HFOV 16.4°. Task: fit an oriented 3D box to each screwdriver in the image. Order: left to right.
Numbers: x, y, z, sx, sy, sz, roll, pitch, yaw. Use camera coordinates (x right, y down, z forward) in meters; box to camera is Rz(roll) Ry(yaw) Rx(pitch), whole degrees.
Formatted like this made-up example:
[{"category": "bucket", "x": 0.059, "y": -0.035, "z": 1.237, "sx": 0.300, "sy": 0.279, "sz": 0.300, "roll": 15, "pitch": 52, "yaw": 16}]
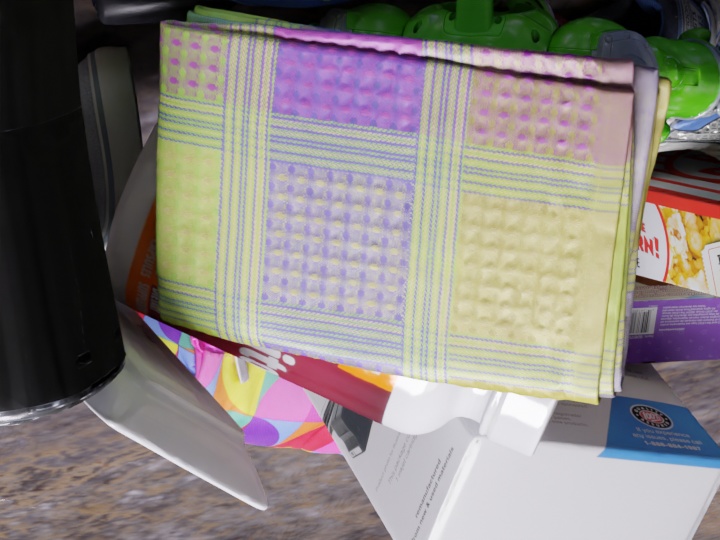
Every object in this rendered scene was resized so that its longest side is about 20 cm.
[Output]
[{"category": "screwdriver", "x": -0.014, "y": -0.131, "z": 1.043, "sx": 0.199, "sy": 0.029, "sz": 0.028, "roll": -14, "pitch": 158, "yaw": -8}]

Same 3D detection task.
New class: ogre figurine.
[{"category": "ogre figurine", "x": 0.057, "y": -0.086, "z": 1.039, "sx": 0.200, "sy": 0.098, "sz": 0.120, "roll": 26, "pitch": -171, "yaw": 16}]

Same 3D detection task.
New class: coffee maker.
[{"category": "coffee maker", "x": -0.145, "y": -0.046, "z": 0.909, "sx": 0.192, "sy": 0.201, "sz": 0.135, "roll": -1, "pitch": -169, "yaw": 34}]

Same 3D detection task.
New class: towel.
[{"category": "towel", "x": 0.017, "y": -0.026, "z": 0.986, "sx": 0.199, "sy": 0.144, "sz": 0.023, "roll": 8, "pitch": -157, "yaw": 11}]

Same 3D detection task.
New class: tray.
[{"category": "tray", "x": -0.113, "y": 0.023, "z": 1.061, "sx": 0.022, "sy": 0.200, "sz": 0.107, "roll": -50, "pitch": 136, "yaw": 4}]

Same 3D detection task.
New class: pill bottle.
[{"category": "pill bottle", "x": 0.000, "y": 0.000, "z": 1.073, "sx": 0.200, "sy": 0.113, "sz": 0.113, "roll": 24, "pitch": 157, "yaw": 6}]

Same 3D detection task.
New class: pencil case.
[{"category": "pencil case", "x": -0.041, "y": 0.061, "z": 1.407, "sx": 0.200, "sy": 0.089, "sz": 0.088, "roll": 11, "pitch": 152, "yaw": -40}]

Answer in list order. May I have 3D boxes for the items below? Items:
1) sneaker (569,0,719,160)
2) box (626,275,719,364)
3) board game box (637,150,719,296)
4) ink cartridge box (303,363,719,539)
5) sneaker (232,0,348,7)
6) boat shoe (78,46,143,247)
[{"category": "sneaker", "x": 0.153, "y": -0.091, "z": 1.114, "sx": 0.199, "sy": 0.077, "sz": 0.085, "roll": -12, "pitch": 151, "yaw": 8}, {"category": "box", "x": 0.193, "y": -0.007, "z": 1.251, "sx": 0.199, "sy": 0.137, "sz": 0.039, "roll": -2, "pitch": 121, "yaw": -12}, {"category": "board game box", "x": 0.209, "y": -0.026, "z": 1.144, "sx": 0.151, "sy": 0.046, "sz": 0.200, "roll": -14, "pitch": -164, "yaw": -30}, {"category": "ink cartridge box", "x": 0.063, "y": 0.061, "z": 1.215, "sx": 0.144, "sy": 0.200, "sz": 0.084, "roll": 8, "pitch": 118, "yaw": -29}, {"category": "sneaker", "x": -0.007, "y": -0.147, "z": 0.940, "sx": 0.200, "sy": 0.076, "sz": 0.105, "roll": -9, "pitch": 171, "yaw": 37}, {"category": "boat shoe", "x": -0.140, "y": -0.040, "z": 1.146, "sx": 0.071, "sy": 0.070, "sz": 0.201, "roll": -5, "pitch": 160, "yaw": -14}]
